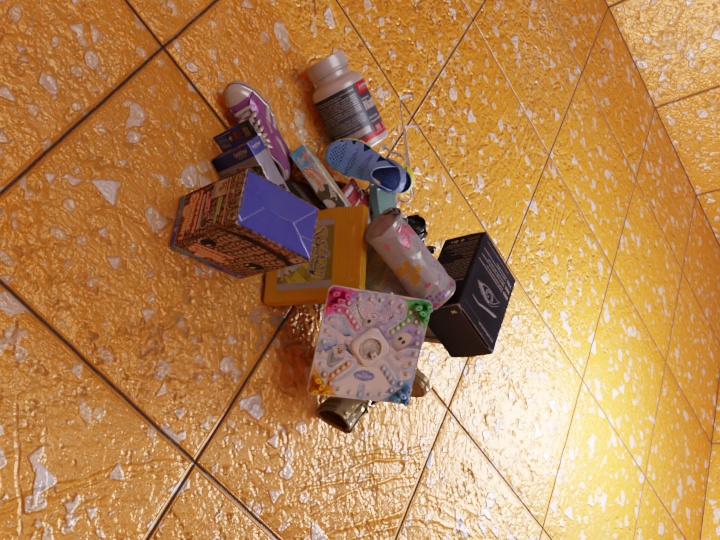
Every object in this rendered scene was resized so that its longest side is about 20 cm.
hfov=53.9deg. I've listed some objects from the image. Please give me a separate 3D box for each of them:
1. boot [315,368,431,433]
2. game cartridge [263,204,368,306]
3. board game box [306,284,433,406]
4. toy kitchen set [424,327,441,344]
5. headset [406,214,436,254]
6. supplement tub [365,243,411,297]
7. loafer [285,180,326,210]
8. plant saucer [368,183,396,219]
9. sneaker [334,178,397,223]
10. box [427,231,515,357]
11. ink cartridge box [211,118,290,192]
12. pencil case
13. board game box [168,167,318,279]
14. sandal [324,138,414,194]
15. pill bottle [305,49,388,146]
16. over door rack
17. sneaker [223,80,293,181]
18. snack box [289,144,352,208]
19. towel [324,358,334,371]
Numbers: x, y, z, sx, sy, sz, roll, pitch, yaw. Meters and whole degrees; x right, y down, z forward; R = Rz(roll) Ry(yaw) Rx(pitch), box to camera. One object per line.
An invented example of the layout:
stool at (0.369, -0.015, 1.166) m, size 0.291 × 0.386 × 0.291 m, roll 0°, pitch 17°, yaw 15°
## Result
boot at (0.024, 0.245, 1.355) m, size 0.156 × 0.197 × 0.074 m, roll -49°, pitch 133°, yaw -40°
game cartridge at (-0.082, -0.027, 1.306) m, size 0.032 × 0.197 × 0.180 m, roll 33°, pitch 56°, yaw -60°
board game box at (0.019, 0.139, 1.259) m, size 0.197 × 0.026 × 0.203 m, roll 9°, pitch 102°, yaw -18°
toy kitchen set at (0.121, 0.038, 1.559) m, size 0.200 × 0.177 × 0.166 m, roll -84°, pitch -179°, yaw -72°
headset at (0.134, -0.060, 1.585) m, size 0.200 × 0.092 × 0.126 m, roll -41°, pitch 123°, yaw -73°
supplement tub at (0.048, 0.045, 1.395) m, size 0.144 × 0.144 × 0.203 m, roll 31°, pitch 75°, yaw -38°
loafer at (-0.077, -0.098, 1.396) m, size 0.202 × 0.075 × 0.069 m, roll 56°, pitch 37°, yaw 2°
plant saucer at (0.060, -0.085, 1.513) m, size 0.069 × 0.019 × 0.204 m, roll -18°, pitch 104°, yaw -45°
sneaker at (0.002, -0.159, 1.520) m, size 0.199 × 0.071 × 0.114 m, roll -37°, pitch 110°, yaw -43°
box at (0.215, 0.049, 1.415) m, size 0.149 × 0.103 × 0.201 m, roll 52°, pitch 47°, yaw -28°
ink cartridge box at (-0.193, -0.161, 1.274) m, size 0.042 × 0.118 × 0.202 m, roll -41°, pitch 111°, yaw -41°
pencil case at (0.092, -0.020, 1.290) m, size 0.201 × 0.082 × 0.091 m, roll 51°, pitch 25°, yaw -21°
board game box at (-0.196, -0.072, 1.190) m, size 0.158 × 0.198 × 0.098 m, roll 27°, pitch 63°, yaw -39°
sandal at (0.022, -0.209, 1.430) m, size 0.197 × 0.087 × 0.081 m, roll 18°, pitch 106°, yaw -7°
pill bottle at (-0.033, -0.351, 1.493) m, size 0.119 × 0.118 × 0.202 m, roll -41°, pitch 111°, yaw -44°
over door rack at (0.090, -0.272, 1.595) m, size 0.148 × 0.065 × 0.204 m, roll 63°, pitch 31°, yaw -71°
sneaker at (-0.188, -0.251, 1.306) m, size 0.202 × 0.072 × 0.115 m, roll 55°, pitch 17°, yaw -21°
snack box at (-0.061, -0.155, 1.387) m, size 0.201 × 0.037 × 0.116 m, roll 54°, pitch 6°, yaw -6°
towel at (-0.047, 0.092, 1.347) m, size 0.023 × 0.147 × 0.204 m, roll 11°, pitch 81°, yaw -4°
